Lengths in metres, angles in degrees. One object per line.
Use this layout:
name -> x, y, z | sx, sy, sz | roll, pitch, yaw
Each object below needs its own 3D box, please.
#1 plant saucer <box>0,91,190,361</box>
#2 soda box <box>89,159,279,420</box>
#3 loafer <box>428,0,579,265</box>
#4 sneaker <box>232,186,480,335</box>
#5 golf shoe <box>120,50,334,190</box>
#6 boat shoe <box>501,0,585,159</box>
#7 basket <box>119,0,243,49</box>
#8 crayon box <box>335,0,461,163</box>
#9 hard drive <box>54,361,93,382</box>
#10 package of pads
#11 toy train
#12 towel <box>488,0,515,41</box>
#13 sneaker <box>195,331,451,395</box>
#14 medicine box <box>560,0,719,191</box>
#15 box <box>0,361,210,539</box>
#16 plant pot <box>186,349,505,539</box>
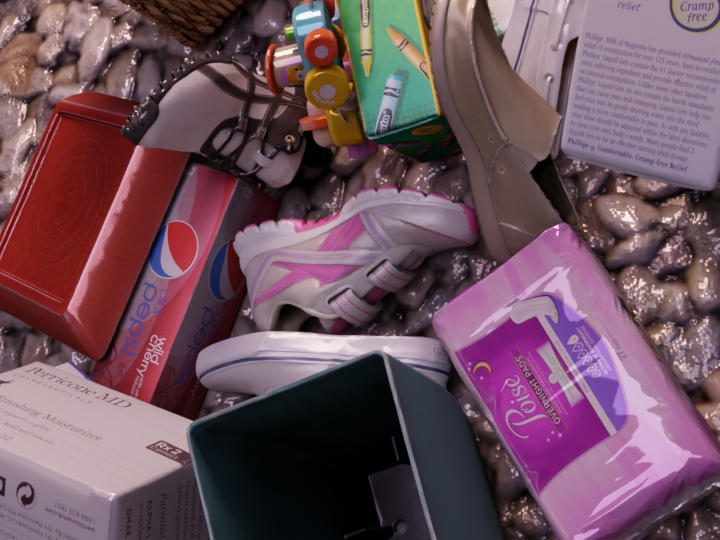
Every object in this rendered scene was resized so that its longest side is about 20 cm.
plant saucer -> -0.224, -0.048, 1.163 | 0.199, 0.037, 0.201 | 18, 84, 51
soda box -> -0.136, 0.022, 1.119 | 0.063, 0.070, 0.202 | 18, 84, 29
loafer -> 0.100, -0.101, 0.985 | 0.068, 0.076, 0.202 | -10, 115, 21
sneaker -> 0.000, 0.000, 1.057 | 0.198, 0.081, 0.089 | -16, 70, 31
golf shoe -> -0.085, -0.104, 1.061 | 0.078, 0.199, 0.095 | -44, 76, 34
boat shoe -> 0.150, -0.173, 1.018 | 0.085, 0.074, 0.204 | 21, 99, 19
basket -> -0.155, -0.296, 1.145 | 0.149, 0.200, 0.143 | -40, 61, 14
crayon box -> 0.029, -0.187, 1.039 | 0.058, 0.119, 0.202 | -15, 81, 19
hard drive -> -0.172, 0.180, 1.074 | 0.199, 0.025, 0.133 | 38, 118, 20
package of pads -> 0.143, 0.084, 0.958 | 0.120, 0.076, 0.201 | -36, 63, 12
toy train -> -0.034, -0.159, 1.046 | 0.055, 0.200, 0.152 | -14, 76, 7
towel -> 0.101, -0.246, 1.104 | 0.199, 0.023, 0.154 | -30, 66, 15
sneaker -> -0.032, 0.085, 1.047 | 0.198, 0.073, 0.072 | -3, 71, 26
medicine box -> 0.218, -0.165, 0.894 | 0.102, 0.182, 0.202 | 17, 108, 30
box -> -0.203, 0.194, 1.002 | 0.197, 0.130, 0.202 | 15, 108, 30
plant pot -> 0.013, 0.151, 0.930 | 0.140, 0.200, 0.143 | -22, 71, 21
